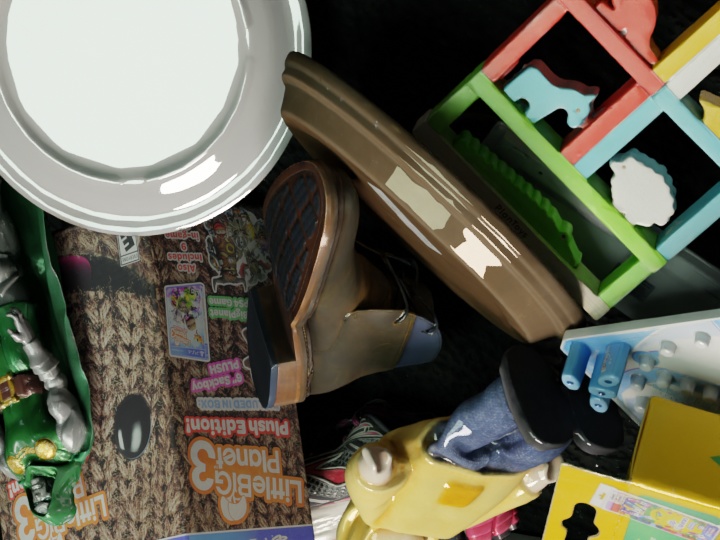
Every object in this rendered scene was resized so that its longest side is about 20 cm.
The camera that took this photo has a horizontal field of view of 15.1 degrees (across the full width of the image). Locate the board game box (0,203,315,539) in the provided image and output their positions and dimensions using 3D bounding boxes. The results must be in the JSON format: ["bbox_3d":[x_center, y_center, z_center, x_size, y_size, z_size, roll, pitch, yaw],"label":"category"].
[{"bbox_3d":[-0.123,0.076,1.511,0.159,0.096,0.202,-18,77,43],"label":"board game box"}]

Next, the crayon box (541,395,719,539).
[{"bbox_3d":[0.191,0.127,1.315,0.199,0.052,0.126,16,151,6],"label":"crayon box"}]

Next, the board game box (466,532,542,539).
[{"bbox_3d":[0.068,0.221,1.553,0.199,0.064,0.148,6,122,36],"label":"board game box"}]

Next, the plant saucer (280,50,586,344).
[{"bbox_3d":[0.030,-0.031,1.343,0.200,0.029,0.200,43,176,4],"label":"plant saucer"}]

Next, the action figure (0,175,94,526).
[{"bbox_3d":[-0.189,0.043,1.475,0.118,0.054,0.201,-30,72,37],"label":"action figure"}]

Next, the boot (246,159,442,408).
[{"bbox_3d":[0.000,0.000,1.394,0.200,0.096,0.075,108,150,-59],"label":"boot"}]

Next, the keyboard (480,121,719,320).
[{"bbox_3d":[0.137,0.000,1.330,0.199,0.011,0.056,34,138,-3],"label":"keyboard"}]

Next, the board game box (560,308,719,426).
[{"bbox_3d":[0.224,0.083,1.301,0.199,0.026,0.200,-10,139,40],"label":"board game box"}]

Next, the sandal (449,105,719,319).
[{"bbox_3d":[0.129,-0.021,1.356,0.200,0.048,0.075,33,134,-3],"label":"sandal"}]

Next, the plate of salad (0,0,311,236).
[{"bbox_3d":[-0.120,-0.119,1.424,0.198,0.048,0.202,2,100,12],"label":"plate of salad"}]

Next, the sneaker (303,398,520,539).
[{"bbox_3d":[-0.002,0.110,1.526,0.199,0.081,0.075,-2,104,30],"label":"sneaker"}]

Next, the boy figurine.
[{"bbox_3d":[0.042,0.108,1.397,0.200,0.124,0.065,-42,53,39],"label":"boy figurine"}]

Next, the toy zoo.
[{"bbox_3d":[0.138,-0.085,1.267,0.131,0.020,0.200,44,114,-8],"label":"toy zoo"}]
